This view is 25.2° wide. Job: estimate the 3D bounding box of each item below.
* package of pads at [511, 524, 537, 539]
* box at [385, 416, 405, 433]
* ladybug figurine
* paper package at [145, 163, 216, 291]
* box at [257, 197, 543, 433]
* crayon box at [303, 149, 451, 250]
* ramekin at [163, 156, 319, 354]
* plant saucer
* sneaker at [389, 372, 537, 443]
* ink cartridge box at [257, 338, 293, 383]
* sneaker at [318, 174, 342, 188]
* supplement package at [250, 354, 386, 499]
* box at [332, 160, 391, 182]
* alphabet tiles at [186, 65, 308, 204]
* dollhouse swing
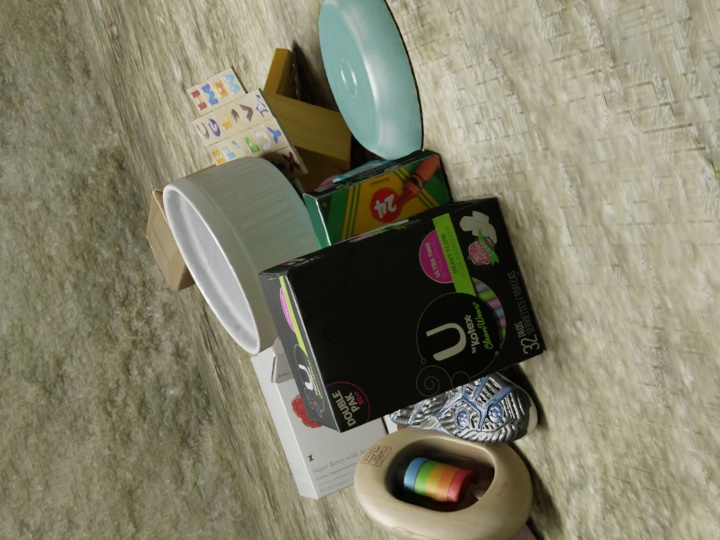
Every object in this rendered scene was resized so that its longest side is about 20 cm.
[{"bbox_3d":[0.122,0.272,1.671,0.121,0.075,0.200,88,158,-44],"label":"package of pads"},{"bbox_3d":[0.055,0.184,1.881,0.041,0.038,0.201,-141,34,-66],"label":"box"},{"bbox_3d":[0.083,0.221,1.591,0.199,0.136,0.072,14,144,36],"label":"ladybug figurine"},{"bbox_3d":[-0.176,-0.070,2.108,0.104,0.190,0.200,64,166,7],"label":"paper package"},{"bbox_3d":[0.033,0.037,1.420,0.124,0.199,0.149,180,70,-76],"label":"box"},{"bbox_3d":[0.037,0.002,1.519,0.051,0.126,0.201,-153,44,-70],"label":"crayon box"},{"bbox_3d":[-0.114,-0.023,1.690,0.201,0.105,0.201,53,162,26],"label":"ramekin"},{"bbox_3d":[0.002,-0.193,1.568,0.200,0.036,0.201,159,90,-76],"label":"plant saucer"},{"bbox_3d":[0.109,0.126,1.547,0.200,0.077,0.076,8,88,57],"label":"sneaker"},{"bbox_3d":[-0.078,0.013,1.933,0.086,0.146,0.201,100,147,-61],"label":"ink cartridge box"},{"bbox_3d":[0.000,0.000,1.676,0.201,0.079,0.095,62,-163,-4],"label":"sneaker"},{"bbox_3d":[-0.049,0.184,2.116,0.120,0.121,0.201,156,94,-77],"label":"supplement package"},{"bbox_3d":[0.040,-0.009,1.609,0.201,0.049,0.082,67,167,-10],"label":"box"},{"bbox_3d":[-0.122,-0.134,1.731,0.167,0.006,0.200,60,155,-9],"label":"alphabet tiles"},{"bbox_3d":[-0.043,-0.130,1.838,0.181,0.176,0.201,17,141,19],"label":"dollhouse swing"}]
